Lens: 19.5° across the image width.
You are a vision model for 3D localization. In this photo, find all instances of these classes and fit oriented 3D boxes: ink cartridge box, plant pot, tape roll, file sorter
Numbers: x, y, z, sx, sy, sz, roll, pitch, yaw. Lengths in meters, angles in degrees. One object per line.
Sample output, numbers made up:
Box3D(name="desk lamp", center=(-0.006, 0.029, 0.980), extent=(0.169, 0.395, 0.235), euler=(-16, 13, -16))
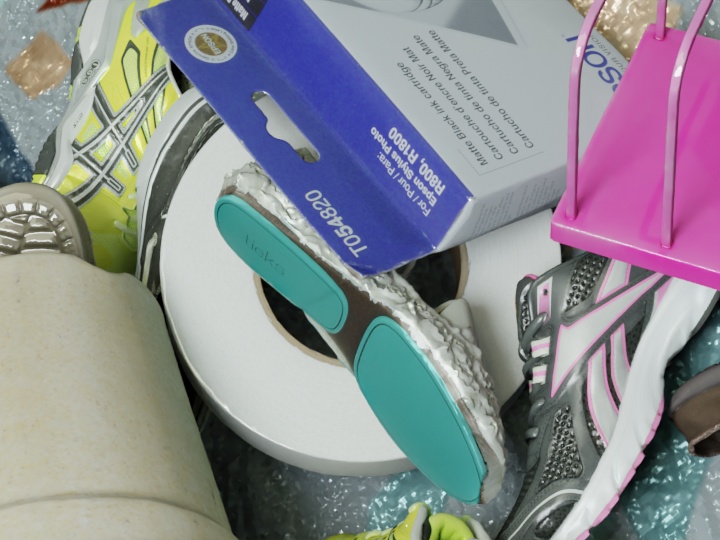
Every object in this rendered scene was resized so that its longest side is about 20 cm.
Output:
Box3D(name="ink cartridge box", center=(0.024, -0.101, 1.025), extent=(0.200, 0.199, 0.041), euler=(49, 141, 25))
Box3D(name="plant pot", center=(-0.143, 0.103, 0.962), extent=(0.199, 0.200, 0.185), euler=(-25, 53, 17))
Box3D(name="tape roll", center=(0.000, 0.000, 1.040), extent=(0.201, 0.037, 0.205), euler=(1, 72, -2))
Box3D(name="file sorter", center=(0.200, -0.075, 0.919), extent=(0.198, 0.126, 0.140), euler=(17, 54, 18))

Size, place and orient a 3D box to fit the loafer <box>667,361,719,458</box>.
Box3D(name="loafer", center=(0.234, 0.072, 0.939), extent=(0.198, 0.073, 0.072), euler=(-5, 75, 24))

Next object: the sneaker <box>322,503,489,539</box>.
Box3D(name="sneaker", center=(0.031, 0.145, 0.962), extent=(0.200, 0.075, 0.077), euler=(17, 91, 68))

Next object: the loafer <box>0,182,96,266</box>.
Box3D(name="loafer", center=(-0.174, 0.039, 1.090), extent=(0.075, 0.068, 0.202), euler=(6, 118, -2))

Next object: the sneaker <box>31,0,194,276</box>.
Box3D(name="sneaker", center=(-0.124, -0.063, 1.137), extent=(0.076, 0.075, 0.202), euler=(5, 80, 26))

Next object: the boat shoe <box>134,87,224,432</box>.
Box3D(name="boat shoe", center=(-0.084, 0.002, 1.096), extent=(0.064, 0.070, 0.202), euler=(9, 86, 63))

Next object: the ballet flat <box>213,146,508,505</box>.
Box3D(name="ballet flat", center=(0.013, 0.016, 0.984), extent=(0.072, 0.072, 0.200), euler=(-43, 76, 8))

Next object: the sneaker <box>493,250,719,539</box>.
Box3D(name="sneaker", center=(0.104, 0.042, 0.991), extent=(0.086, 0.080, 0.201), euler=(27, 74, 3))
